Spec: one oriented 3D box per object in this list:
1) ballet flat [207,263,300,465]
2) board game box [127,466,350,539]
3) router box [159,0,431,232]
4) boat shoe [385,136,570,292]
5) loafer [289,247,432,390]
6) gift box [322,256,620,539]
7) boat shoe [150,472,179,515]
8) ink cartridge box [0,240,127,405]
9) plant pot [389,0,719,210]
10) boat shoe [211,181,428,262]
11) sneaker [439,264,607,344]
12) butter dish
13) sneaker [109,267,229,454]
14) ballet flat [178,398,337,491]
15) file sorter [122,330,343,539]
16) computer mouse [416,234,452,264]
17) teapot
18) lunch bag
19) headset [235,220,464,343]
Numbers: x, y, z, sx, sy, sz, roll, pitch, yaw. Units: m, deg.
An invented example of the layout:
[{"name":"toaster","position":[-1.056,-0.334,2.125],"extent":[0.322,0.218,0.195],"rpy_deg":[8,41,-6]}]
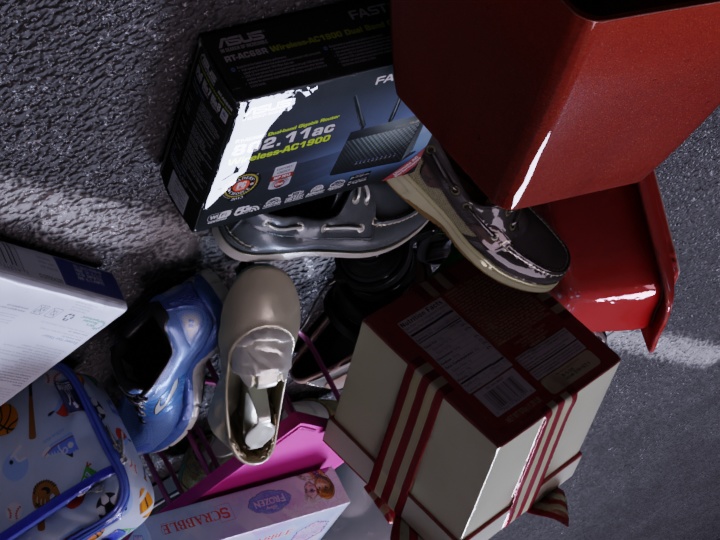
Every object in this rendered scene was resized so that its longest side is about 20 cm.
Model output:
[{"name":"ballet flat","position":[-0.080,0.082,1.476],"extent":[0.069,0.070,0.201],"rpy_deg":[-18,143,-25]},{"name":"board game box","position":[-0.133,0.260,1.652],"extent":[0.198,0.041,0.200],"rpy_deg":[-11,151,-36]},{"name":"router box","position":[-0.031,-0.115,1.314],"extent":[0.198,0.062,0.150],"rpy_deg":[-18,152,-28]},{"name":"boat shoe","position":[0.098,-0.054,1.465],"extent":[0.199,0.074,0.065],"rpy_deg":[34,135,-24]},{"name":"loafer","position":[-0.001,0.051,1.683],"extent":[0.062,0.072,0.200],"rpy_deg":[-5,150,-32]},{"name":"gift box","position":[0.092,0.129,1.542],"extent":[0.183,0.200,0.188],"rpy_deg":[-25,150,-33]},{"name":"boat shoe","position":[-0.175,0.246,1.862],"extent":[0.199,0.068,0.072],"rpy_deg":[-31,157,0]},{"name":"ink cartridge box","position":[-0.300,0.055,1.361],"extent":[0.199,0.044,0.196],"rpy_deg":[-35,158,16]},{"name":"plant pot","position":[0.130,-0.156,1.203],"extent":[0.198,0.200,0.177],"rpy_deg":[-13,138,-34]},{"name":"boat shoe","position":[-0.017,-0.053,1.445],"extent":[0.198,0.073,0.062],"rpy_deg":[-10,154,-29]},{"name":"sneaker","position":[0.151,0.024,1.687],"extent":[0.199,0.081,0.073],"rpy_deg":[28,136,-34]},{"name":"butter dish","position":[0.183,-0.028,1.598],"extent":[0.146,0.202,0.200],"rpy_deg":[-13,165,0]},{"name":"sneaker","position":[-0.173,0.080,1.522],"extent":[0.089,0.079,0.201],"rpy_deg":[-15,144,-38]},{"name":"ballet flat","position":[-0.086,0.164,1.816],"extent":[0.198,0.071,0.071],"rpy_deg":[-21,155,-21]},{"name":"file sorter","position":[-0.121,0.147,1.652],"extent":[0.199,0.126,0.139],"rpy_deg":[-37,156,16]},{"name":"computer mouse","position":[0.090,-0.079,1.559],"extent":[0.109,0.044,0.201],"rpy_deg":[-12,148,-30]},{"name":"teapot","position":[-0.007,0.283,2.054],"extent":[0.196,0.147,0.199],"rpy_deg":[30,140,-31]},{"name":"lunch bag","position":[-0.268,0.178,1.496],"extent":[0.199,0.161,0.076],"rpy_deg":[-33,157,8]},{"name":"headset","position":[0.000,0.000,1.542],"extent":[0.198,0.094,0.124],"rpy_deg":[-19,147,-25]}]
